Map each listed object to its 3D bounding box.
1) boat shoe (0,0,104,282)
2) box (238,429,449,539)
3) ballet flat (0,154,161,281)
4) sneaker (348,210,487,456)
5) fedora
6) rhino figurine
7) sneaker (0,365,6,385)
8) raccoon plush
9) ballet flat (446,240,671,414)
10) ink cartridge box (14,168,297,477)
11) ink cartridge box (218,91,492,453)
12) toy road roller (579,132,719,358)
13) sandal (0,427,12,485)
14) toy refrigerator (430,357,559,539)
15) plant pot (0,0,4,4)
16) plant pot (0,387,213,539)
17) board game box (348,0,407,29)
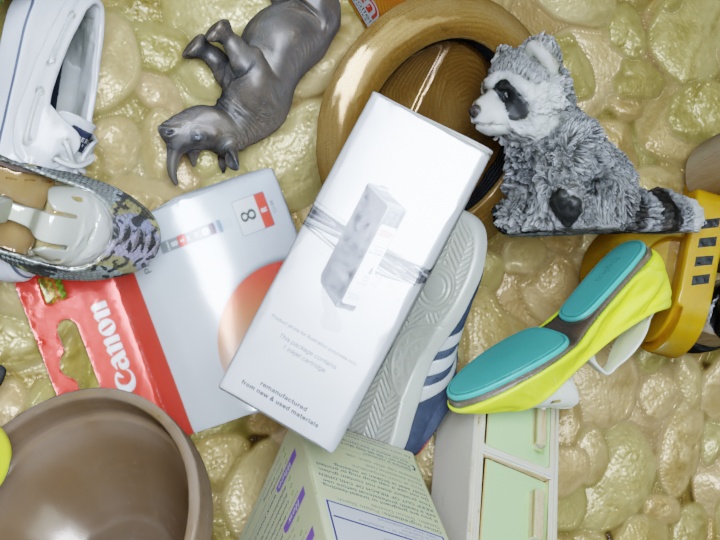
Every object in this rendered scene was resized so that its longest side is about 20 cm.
[{"bbox_3d":[-0.211,-0.093,0.760,0.064,0.073,0.204,2,85,18],"label":"boat shoe"},{"bbox_3d":[-0.021,0.223,0.714,0.095,0.200,0.178,21,105,-16],"label":"box"},{"bbox_3d":[-0.215,-0.035,0.698,0.198,0.072,0.073,19,79,-24],"label":"ballet flat"},{"bbox_3d":[0.048,0.052,0.834,0.084,0.074,0.202,9,108,-56],"label":"sneaker"},{"bbox_3d":[0.049,-0.109,0.850,0.197,0.082,0.204,-4,104,-18],"label":"fedora"},{"bbox_3d":[-0.083,-0.147,0.828,0.087,0.060,0.202,36,77,-24],"label":"rhino figurine"},{"bbox_3d":[-0.290,-0.001,0.742,0.090,0.076,0.204,-14,97,-30],"label":"sneaker"},{"bbox_3d":[0.160,-0.094,0.813,0.198,0.096,0.137,0,87,-42],"label":"raccoon plush"},{"bbox_3d":[0.153,0.059,0.820,0.199,0.067,0.068,-37,110,-15],"label":"ballet flat"},{"bbox_3d":[-0.126,0.034,0.802,0.198,0.050,0.165,-22,93,-24],"label":"ink cartridge box"},{"bbox_3d":[0.000,0.000,0.723,0.083,0.144,0.202,29,91,3],"label":"ink cartridge box"},{"bbox_3d":[0.265,-0.030,0.916,0.144,0.123,0.203,14,81,-7],"label":"toy road roller"},{"bbox_3d":[-0.316,0.144,0.700,0.198,0.087,0.081,-21,92,-19],"label":"sandal"},{"bbox_3d":[0.098,0.170,0.816,0.075,0.070,0.202,22,50,-16],"label":"toy refrigerator"},{"bbox_3d":[-0.219,-0.269,0.738,0.188,0.199,0.203,-22,93,-33],"label":"plant pot"},{"bbox_3d":[-0.174,0.186,0.725,0.202,0.199,0.093,-52,142,-16],"label":"plant pot"},{"bbox_3d":[0.062,-0.333,0.823,0.199,0.199,0.202,-35,97,-19],"label":"board game box"}]
